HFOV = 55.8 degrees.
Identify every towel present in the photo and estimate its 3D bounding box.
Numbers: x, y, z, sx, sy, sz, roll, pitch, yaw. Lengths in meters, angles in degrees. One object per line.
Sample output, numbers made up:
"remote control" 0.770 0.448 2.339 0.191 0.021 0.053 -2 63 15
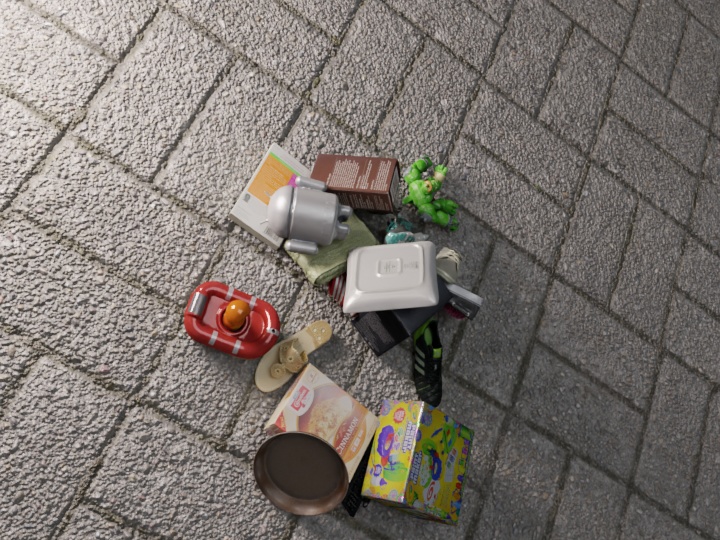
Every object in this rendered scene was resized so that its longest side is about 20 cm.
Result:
"towel" -0.064 -0.059 1.543 0.198 0.037 0.149 -30 61 -25

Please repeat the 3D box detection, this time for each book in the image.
"book" -0.195 -0.168 1.545 0.132 0.048 0.203 34 65 -15

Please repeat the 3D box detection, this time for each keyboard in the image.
"keyboard" 0.030 0.423 1.437 0.202 0.039 0.105 -58 143 -28

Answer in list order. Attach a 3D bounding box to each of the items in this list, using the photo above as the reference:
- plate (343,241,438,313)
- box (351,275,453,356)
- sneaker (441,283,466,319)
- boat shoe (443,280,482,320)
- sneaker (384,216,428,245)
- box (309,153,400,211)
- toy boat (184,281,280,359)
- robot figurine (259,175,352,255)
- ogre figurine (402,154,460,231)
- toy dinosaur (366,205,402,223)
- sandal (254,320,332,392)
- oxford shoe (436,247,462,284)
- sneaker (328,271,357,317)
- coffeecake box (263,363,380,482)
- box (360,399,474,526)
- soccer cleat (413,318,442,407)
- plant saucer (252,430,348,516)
"plate" 0.062 0.003 1.417 0.194 0.033 0.202 -5 39 8
"box" 0.088 0.087 1.502 0.147 0.200 0.105 -37 87 -27
"sneaker" 0.185 0.045 1.632 0.200 0.088 0.082 44 92 15
"boat shoe" 0.180 0.056 1.555 0.196 0.070 0.068 24 85 8
"sneaker" 0.088 -0.084 1.591 0.091 0.199 0.078 46 105 15
"box" -0.014 -0.200 1.549 0.195 0.076 0.102 8 60 16
"toy boat" -0.256 0.097 1.390 0.196 0.130 0.133 23 67 -15
"robot figurine" -0.118 -0.120 1.480 0.194 0.113 0.174 9 73 -10
"ogre figurine" 0.170 -0.189 1.686 0.118 0.097 0.206 -12 94 -44
"toy dinosaur" 0.039 -0.165 1.612 0.100 0.078 0.203 3 49 -20
"sandal" -0.138 0.172 1.452 0.210 0.070 0.078 -38 89 -28
"oxford shoe" 0.197 -0.016 1.539 0.075 0.200 0.058 40 105 3
"sneaker" 0.000 0.000 1.563 0.115 0.079 0.201 39 54 -1
"coffeecake box" -0.078 0.323 1.423 0.199 0.073 0.155 39 56 -8
"box" 0.125 0.404 1.434 0.191 0.120 0.204 36 61 -37
"soccer cleat" 0.160 0.212 1.564 0.066 0.081 0.206 0 76 -22
"plant saucer" -0.116 0.398 1.354 0.199 0.201 0.032 39 25 -7
